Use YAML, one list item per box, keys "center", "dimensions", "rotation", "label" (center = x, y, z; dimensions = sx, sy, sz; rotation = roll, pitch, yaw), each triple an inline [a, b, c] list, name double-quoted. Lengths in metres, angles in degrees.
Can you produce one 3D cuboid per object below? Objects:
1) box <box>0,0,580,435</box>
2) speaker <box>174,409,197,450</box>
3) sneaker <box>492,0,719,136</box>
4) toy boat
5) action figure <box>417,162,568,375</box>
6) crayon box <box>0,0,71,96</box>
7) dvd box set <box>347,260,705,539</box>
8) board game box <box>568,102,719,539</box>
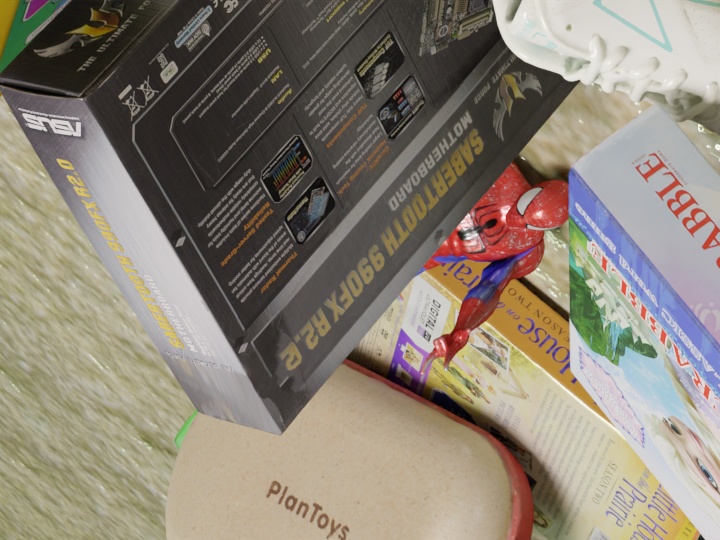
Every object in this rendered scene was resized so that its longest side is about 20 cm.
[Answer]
- center: [-0.016, -0.069, 1.008]
  dimensions: [0.048, 0.200, 0.159]
  rotation: [14, 144, 43]
  label: "box"
- center: [0.002, 0.128, 1.452]
  dimensions: [0.200, 0.088, 0.088]
  rotation: [43, 157, 3]
  label: "speaker"
- center: [0.091, -0.085, 0.960]
  dimensions: [0.200, 0.080, 0.070]
  rotation: [45, 155, -5]
  label: "sneaker"
- center: [0.007, 0.120, 1.344]
  dimensions: [0.199, 0.131, 0.130]
  rotation: [26, -179, 39]
  label: "toy boat"
- center: [0.000, 0.000, 1.190]
  dimensions: [0.199, 0.099, 0.066]
  rotation: [-15, 108, 42]
  label: "action figure"
- center: [-0.087, -0.150, 0.987]
  dimensions: [0.058, 0.200, 0.173]
  rotation: [43, 157, 2]
  label: "crayon box"
- center: [0.074, 0.062, 1.289]
  dimensions: [0.200, 0.029, 0.147]
  rotation: [39, 157, 13]
  label: "dvd box set"
- center: [0.145, 0.065, 0.990]
  dimensions: [0.200, 0.041, 0.200]
  rotation: [52, 170, 20]
  label: "board game box"
